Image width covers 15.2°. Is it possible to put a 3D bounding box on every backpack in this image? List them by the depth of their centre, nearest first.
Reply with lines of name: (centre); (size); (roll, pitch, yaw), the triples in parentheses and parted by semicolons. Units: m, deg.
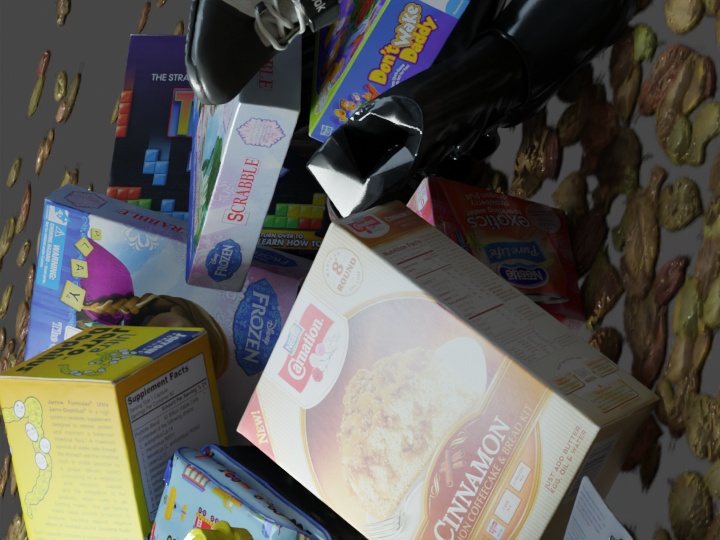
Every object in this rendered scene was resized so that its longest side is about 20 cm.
backpack: (-0.065, 0.230, 1.734); (0.182, 0.134, 0.201); (35, 111, 47)

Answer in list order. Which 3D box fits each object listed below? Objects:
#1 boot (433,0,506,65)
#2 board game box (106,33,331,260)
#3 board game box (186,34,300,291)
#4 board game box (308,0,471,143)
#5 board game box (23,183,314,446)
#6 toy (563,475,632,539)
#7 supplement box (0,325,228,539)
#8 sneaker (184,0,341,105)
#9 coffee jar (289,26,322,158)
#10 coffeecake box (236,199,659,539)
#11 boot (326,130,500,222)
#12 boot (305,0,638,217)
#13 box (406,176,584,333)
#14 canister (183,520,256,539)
boot: (0.099, -0.219, 1.735); (0.199, 0.073, 0.162); (-69, 19, 4)
board game box: (-0.077, -0.084, 1.935); (0.057, 0.198, 0.166); (60, -147, -68)
board game box: (-0.077, -0.125, 1.780); (0.200, 0.041, 0.201); (111, 163, -52)
board game box: (0.020, -0.179, 1.700); (0.135, 0.045, 0.201); (-58, 17, 31)
board game box: (-0.139, 0.062, 1.894); (0.041, 0.198, 0.201); (-41, -36, -62)
toy: (0.128, 0.225, 1.424); (0.115, 0.047, 0.201); (-123, 45, -58)
supplement box: (-0.159, 0.149, 1.836); (0.109, 0.109, 0.201); (1, 108, 34)
sneaker: (-0.034, -0.183, 1.627); (0.088, 0.074, 0.201); (18, 70, 29)
coffee jar: (-0.004, -0.176, 1.869); (0.085, 0.104, 0.201); (-22, 61, 43)
coffeecake box: (0.046, 0.082, 1.531); (0.200, 0.073, 0.154); (37, 120, 23)
boot: (0.000, 0.000, 1.769); (0.064, 0.186, 0.200); (44, 127, 14)
boot: (0.070, -0.122, 1.580); (0.066, 0.200, 0.165); (44, 127, 16)
box: (0.047, 0.048, 1.667); (0.096, 0.099, 0.200); (-96, 29, -42)
canister: (0.010, 0.207, 1.392); (0.149, 0.199, 0.087); (-111, 35, -51)
